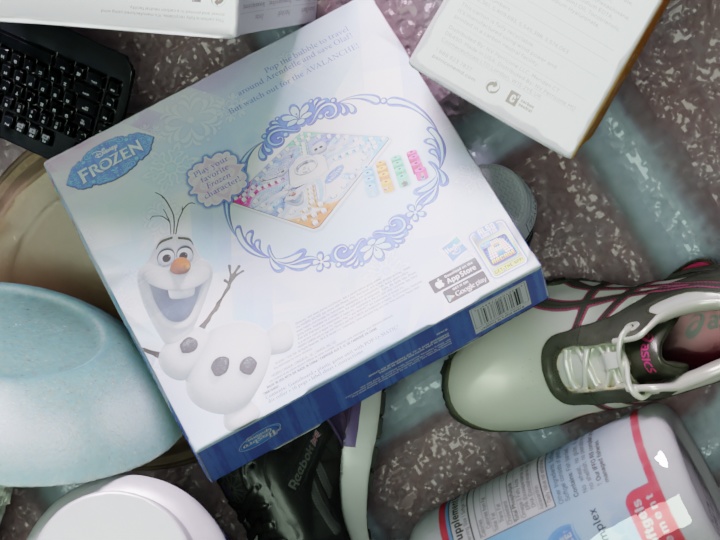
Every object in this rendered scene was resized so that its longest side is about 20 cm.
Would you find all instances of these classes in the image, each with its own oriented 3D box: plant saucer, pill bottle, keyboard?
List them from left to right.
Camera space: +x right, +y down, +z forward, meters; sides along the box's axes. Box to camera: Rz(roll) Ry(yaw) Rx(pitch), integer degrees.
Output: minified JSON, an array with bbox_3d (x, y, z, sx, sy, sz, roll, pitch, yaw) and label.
[{"bbox_3d":[-0.222,-0.102,1.595,0.199,0.040,0.105,24,116,19],"label":"keyboard"},{"bbox_3d":[-0.186,0.047,1.519,0.200,0.201,0.039,11,114,8],"label":"plant saucer"},{"bbox_3d":[-0.128,0.014,1.624,0.199,0.029,0.201,1,96,9],"label":"plant saucer"},{"bbox_3d":[-0.116,0.165,1.503,0.111,0.200,0.113,0,80,1],"label":"pill bottle"},{"bbox_3d":[0.097,0.159,1.563,0.199,0.109,0.109,-27,92,12],"label":"pill bottle"}]

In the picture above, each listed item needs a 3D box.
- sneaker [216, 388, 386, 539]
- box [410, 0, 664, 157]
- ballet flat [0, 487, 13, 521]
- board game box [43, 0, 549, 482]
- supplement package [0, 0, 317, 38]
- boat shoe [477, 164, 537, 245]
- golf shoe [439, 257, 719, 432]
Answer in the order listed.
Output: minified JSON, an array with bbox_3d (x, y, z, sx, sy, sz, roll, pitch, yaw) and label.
[{"bbox_3d":[-0.044,0.129,1.555,0.087,0.076,0.201,18,60,-29],"label":"sneaker"},{"bbox_3d":[0.122,-0.171,1.504,0.097,0.124,0.201,30,101,4],"label":"box"},{"bbox_3d":[-0.230,0.139,1.638,0.071,0.072,0.201,18,97,7],"label":"ballet flat"},{"bbox_3d":[-0.035,-0.021,1.523,0.199,0.043,0.199,-28,60,-5],"label":"board game box"},{"bbox_3d":[-0.113,-0.182,1.510,0.155,0.200,0.112,5,97,10],"label":"supplement package"},{"bbox_3d":[0.000,0.000,1.572,0.199,0.071,0.072,-10,60,5],"label":"boat shoe"},{"bbox_3d":[0.133,0.039,1.555,0.199,0.088,0.078,-17,95,12],"label":"golf shoe"}]
